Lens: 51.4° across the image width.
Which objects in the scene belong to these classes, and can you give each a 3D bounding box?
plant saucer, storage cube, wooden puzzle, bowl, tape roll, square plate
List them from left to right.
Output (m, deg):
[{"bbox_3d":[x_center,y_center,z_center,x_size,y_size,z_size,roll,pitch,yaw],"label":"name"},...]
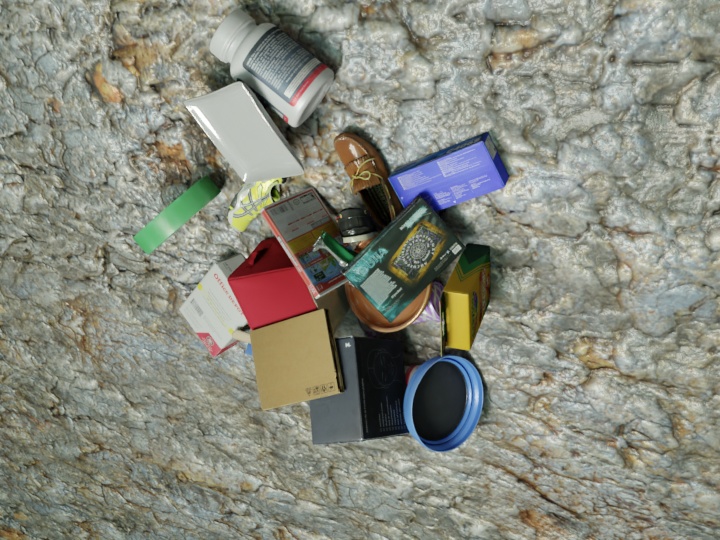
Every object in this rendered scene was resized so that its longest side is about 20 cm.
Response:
[{"bbox_3d":[-0.378,-0.115,1.542,0.200,0.201,0.048,-32,105,38],"label":"tape roll"},{"bbox_3d":[-0.208,-0.249,1.361,0.199,0.028,0.198,0,135,49],"label":"square plate"},{"bbox_3d":[-0.176,0.188,1.680,0.184,0.047,0.200,15,172,16],"label":"wooden puzzle"},{"bbox_3d":[-0.132,0.036,1.548,0.179,0.171,0.201,-10,116,29],"label":"storage cube"},{"bbox_3d":[0.058,0.020,1.477,0.199,0.037,0.202,-1,88,34],"label":"plant saucer"},{"bbox_3d":[0.171,0.274,1.553,0.039,0.200,0.201,6,129,54],"label":"bowl"}]

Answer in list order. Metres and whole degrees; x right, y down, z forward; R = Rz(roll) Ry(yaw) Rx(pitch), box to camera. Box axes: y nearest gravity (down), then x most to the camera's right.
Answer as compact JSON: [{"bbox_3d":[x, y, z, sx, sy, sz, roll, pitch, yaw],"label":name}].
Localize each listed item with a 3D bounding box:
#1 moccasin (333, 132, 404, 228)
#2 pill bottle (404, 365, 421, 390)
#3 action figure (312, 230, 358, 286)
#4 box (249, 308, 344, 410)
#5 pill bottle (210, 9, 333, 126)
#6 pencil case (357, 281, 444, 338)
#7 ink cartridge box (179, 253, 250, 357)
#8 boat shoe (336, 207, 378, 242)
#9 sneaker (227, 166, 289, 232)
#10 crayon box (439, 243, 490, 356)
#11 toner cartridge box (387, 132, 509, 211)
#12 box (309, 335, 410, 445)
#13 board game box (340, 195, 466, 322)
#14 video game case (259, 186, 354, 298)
[{"bbox_3d":[0.011,-0.166,1.398,0.073,0.078,0.202,-14,115,33],"label":"moccasin"},{"bbox_3d":[0.055,0.272,1.651,0.199,0.120,0.120,-7,119,30],"label":"pill bottle"},{"bbox_3d":[0.000,0.000,1.415,0.200,0.118,0.055,36,101,-9],"label":"action figure"},{"bbox_3d":[-0.128,0.176,1.461,0.199,0.021,0.165,-18,77,33],"label":"box"},{"bbox_3d":[-0.157,-0.359,1.312,0.200,0.120,0.120,38,130,-2],"label":"pill bottle"},{"bbox_3d":[0.085,0.083,1.528,0.199,0.084,0.086,-19,76,36],"label":"pencil case"},{"bbox_3d":[-0.303,0.080,1.695,0.145,0.083,0.200,53,130,8],"label":"ink cartridge box"},{"bbox_3d":[-0.007,-0.088,1.395,0.073,0.201,0.064,-10,93,2],"label":"boat shoe"},{"bbox_3d":[-0.211,-0.144,1.524,0.076,0.075,0.200,35,131,2],"label":"sneaker"},{"bbox_3d":[0.195,0.056,1.381,0.050,0.200,0.128,8,125,21],"label":"crayon box"},{"bbox_3d":[0.158,-0.168,1.349,0.199,0.043,0.095,-17,113,33],"label":"toner cartridge box"},{"bbox_3d":[-0.003,0.240,1.505,0.123,0.196,0.201,-11,77,28],"label":"box"},{"bbox_3d":[0.080,-0.020,1.368,0.200,0.028,0.135,-44,109,-1],"label":"board game box"},{"bbox_3d":[-0.090,-0.057,1.447,0.017,0.143,0.201,-38,84,46],"label":"video game case"}]
